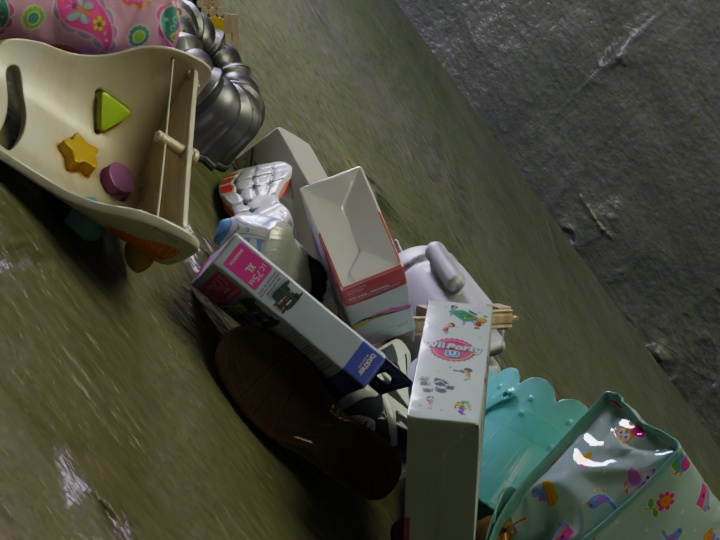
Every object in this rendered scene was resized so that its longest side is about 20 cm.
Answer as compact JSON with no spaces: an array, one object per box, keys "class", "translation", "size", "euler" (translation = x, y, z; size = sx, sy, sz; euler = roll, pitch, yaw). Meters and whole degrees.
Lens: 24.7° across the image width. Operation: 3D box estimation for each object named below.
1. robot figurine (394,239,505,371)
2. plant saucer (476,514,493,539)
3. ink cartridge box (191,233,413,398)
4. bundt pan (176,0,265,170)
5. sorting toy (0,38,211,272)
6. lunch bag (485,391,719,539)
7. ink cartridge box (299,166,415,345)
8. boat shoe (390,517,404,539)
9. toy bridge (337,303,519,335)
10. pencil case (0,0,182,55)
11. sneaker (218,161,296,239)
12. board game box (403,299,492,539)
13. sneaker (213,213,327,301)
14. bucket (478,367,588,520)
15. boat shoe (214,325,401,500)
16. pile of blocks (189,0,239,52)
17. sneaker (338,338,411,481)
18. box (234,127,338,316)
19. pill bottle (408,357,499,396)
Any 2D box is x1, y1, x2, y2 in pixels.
[{"class":"robot figurine","translation":[0.089,0.050,1.890],"size":[0.200,0.112,0.170],"euler":[53,-34,40]},{"class":"plant saucer","translation":[0.135,0.313,1.430],"size":[0.200,0.037,0.202],"euler":[13,74,-53]},{"class":"ink cartridge box","translation":[-0.052,0.053,1.425],"size":[0.200,0.042,0.119],"euler":[38,-16,-6]},{"class":"bundt pan","translation":[-0.173,-0.209,1.741],"size":[0.202,0.076,0.202],"euler":[49,15,-18]},{"class":"sorting toy","translation":[-0.222,-0.105,1.326],"size":[0.179,0.107,0.201],"euler":[27,43,-29]},{"class":"lunch bag","translation":[0.203,0.233,1.400],"size":[0.122,0.200,0.170],"euler":[40,-6,48]},{"class":"ink cartridge box","translation":[0.000,0.000,1.612],"size":[0.200,0.067,0.117],"euler":[76,-8,-65]},{"class":"boat shoe","translation":[0.090,0.285,1.479],"size":[0.067,0.072,0.200],"euler":[30,-19,49]},{"class":"toy bridge","translation":[0.079,0.054,1.755],"size":[0.067,0.198,0.027],"euler":[-163,-107,-68]},{"class":"pencil case","translation":[-0.249,-0.226,1.384],"size":[0.199,0.088,0.088],"euler":[6,45,-36]},{"class":"sneaker","translation":[-0.099,-0.044,1.666],"size":[0.200,0.076,0.082],"euler":[-94,172,-62]},{"class":"board game box","translation":[0.075,0.138,1.408],"size":[0.200,0.064,0.149],"euler":[-74,167,-63]},{"class":"sneaker","translation":[-0.081,0.004,1.545],"size":[0.072,0.072,0.200],"euler":[16,-22,22]},{"class":"bucket","translation":[0.163,0.210,1.609],"size":[0.207,0.135,0.208],"euler":[36,-20,15]},{"class":"boat shoe","translation":[-0.052,0.124,1.429],"size":[0.200,0.072,0.072],"euler":[40,-13,-15]},{"class":"pile of blocks","translation":[-0.218,-0.325,1.923],"size":[0.062,0.082,0.201],"euler":[6,-42,47]},{"class":"sneaker","translation":[0.026,0.144,1.589],"size":[0.130,0.079,0.199],"euler":[61,10,4]},{"class":"box","translation":[-0.054,-0.051,1.781],"size":[0.201,0.068,0.082],"euler":[61,15,23]},{"class":"pill bottle","translation":[0.130,0.175,1.768],"size":[0.200,0.113,0.114],"euler":[53,15,-9]}]
